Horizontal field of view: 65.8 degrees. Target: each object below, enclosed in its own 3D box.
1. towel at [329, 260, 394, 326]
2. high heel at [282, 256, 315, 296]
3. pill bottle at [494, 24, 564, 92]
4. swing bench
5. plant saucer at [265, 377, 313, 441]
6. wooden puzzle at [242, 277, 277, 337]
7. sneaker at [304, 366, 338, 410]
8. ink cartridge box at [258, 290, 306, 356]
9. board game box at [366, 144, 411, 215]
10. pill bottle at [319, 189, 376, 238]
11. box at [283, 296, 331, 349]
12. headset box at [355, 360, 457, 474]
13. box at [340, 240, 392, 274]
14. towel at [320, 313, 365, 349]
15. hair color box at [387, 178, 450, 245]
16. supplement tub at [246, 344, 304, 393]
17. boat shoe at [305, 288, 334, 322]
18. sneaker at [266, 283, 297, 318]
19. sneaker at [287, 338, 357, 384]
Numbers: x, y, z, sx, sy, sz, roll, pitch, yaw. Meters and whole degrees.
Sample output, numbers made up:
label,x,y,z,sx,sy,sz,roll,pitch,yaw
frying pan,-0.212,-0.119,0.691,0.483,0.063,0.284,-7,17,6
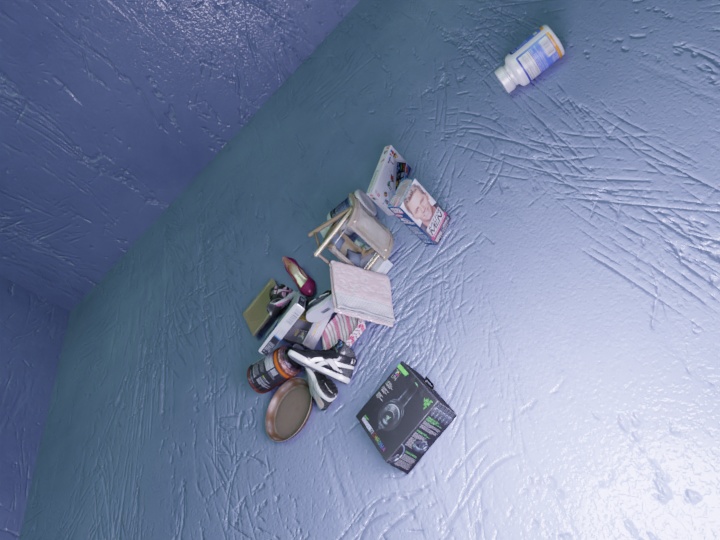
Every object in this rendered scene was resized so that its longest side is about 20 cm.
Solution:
label,x,y,z,sx,sy,sz,roll,pitch,yaw
towel,0.006,0.064,1.632,0.032,0.197,0.193,-55,30,38
high heel,-0.225,0.019,2.003,0.067,0.096,0.201,-43,37,11
pill bottle,0.523,-0.654,1.738,0.199,0.112,0.113,-37,39,21
swing bench,-0.021,-0.091,1.718,0.199,0.198,0.131,-40,38,15
plant saucer,-0.212,0.427,1.699,0.199,0.032,0.202,-29,42,30
wooden puzzle,-0.363,0.141,2.108,0.186,0.037,0.200,-50,31,4
sneaker,-0.131,0.329,1.655,0.080,0.073,0.201,-65,32,25
ink cartridge box,-0.251,0.171,1.832,0.199,0.043,0.200,-52,9,6
board game box,0.100,-0.306,1.896,0.034,0.126,0.202,-3,57,45
pill bottle,-0.049,-0.184,1.968,0.199,0.111,0.112,-37,38,19
box,-0.181,0.170,1.844,0.199,0.048,0.160,3,61,59
headset box,0.113,0.349,1.357,0.201,0.093,0.174,-49,37,3
box,0.000,0.000,1.819,0.157,0.041,0.200,-54,35,-2
towel,-0.060,0.183,1.710,0.201,0.030,0.147,-50,33,24
hair color box,0.175,-0.169,1.634,0.060,0.199,0.101,10,67,50
supplement tub,-0.264,0.311,1.792,0.199,0.107,0.108,-32,40,25
boat shoe,-0.089,0.089,1.709,0.199,0.071,0.069,-32,43,30
sneaker,-0.289,0.099,1.935,0.081,0.086,0.200,-54,-5,13
sneaker,-0.104,0.240,1.615,0.113,0.198,0.073,-66,10,-18
